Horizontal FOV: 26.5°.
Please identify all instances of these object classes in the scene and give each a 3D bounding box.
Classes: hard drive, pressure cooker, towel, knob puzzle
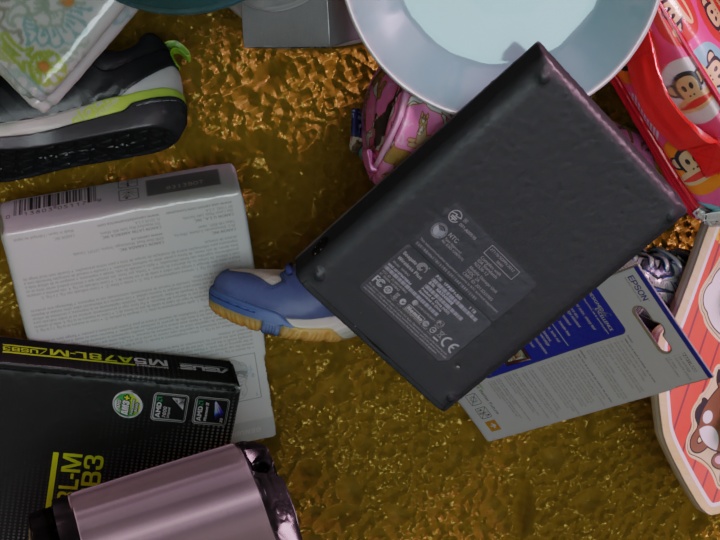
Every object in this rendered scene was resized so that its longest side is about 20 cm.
[{"bbox_3d":[0.078,-0.021,0.921,0.200,0.033,0.139,-40,114,17],"label":"hard drive"},{"bbox_3d":[-0.130,0.214,0.960,0.197,0.179,0.178,-15,126,-13],"label":"pressure cooker"},{"bbox_3d":[-0.192,-0.224,0.939,0.171,0.048,0.200,43,98,8],"label":"towel"},{"bbox_3d":[0.281,0.078,1.078,0.217,0.030,0.223,-6,102,-30],"label":"knob puzzle"}]

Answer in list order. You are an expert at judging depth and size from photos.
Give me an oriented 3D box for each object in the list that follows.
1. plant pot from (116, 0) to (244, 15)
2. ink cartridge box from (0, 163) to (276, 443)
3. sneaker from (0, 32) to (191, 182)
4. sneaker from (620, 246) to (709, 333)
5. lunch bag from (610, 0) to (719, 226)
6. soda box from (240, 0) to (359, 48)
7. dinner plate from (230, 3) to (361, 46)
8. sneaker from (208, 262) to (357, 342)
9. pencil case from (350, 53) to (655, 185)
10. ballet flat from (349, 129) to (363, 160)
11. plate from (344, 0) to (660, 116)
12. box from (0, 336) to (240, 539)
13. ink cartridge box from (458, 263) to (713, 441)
[{"bbox_3d":[-0.121,-0.251,0.805,0.197,0.188,0.203,0,90,12],"label":"plant pot"},{"bbox_3d":[-0.149,0.035,1.050,0.160,0.057,0.202,-10,125,-7],"label":"ink cartridge box"},{"bbox_3d":[-0.207,-0.112,0.996,0.197,0.072,0.084,-8,76,-6],"label":"sneaker"},{"bbox_3d":[0.196,0.012,1.080,0.199,0.077,0.086,37,89,-24],"label":"sneaker"},{"bbox_3d":[0.219,-0.137,0.987,0.081,0.176,0.201,-22,107,39],"label":"lunch bag"},{"bbox_3d":[-0.038,-0.241,0.944,0.063,0.068,0.203,3,106,23],"label":"soda box"},{"bbox_3d":[-0.020,-0.248,1.002,0.197,0.024,0.203,-2,103,-9],"label":"dinner plate"},{"bbox_3d":[0.000,0.000,1.002,0.197,0.075,0.089,3,102,-4],"label":"sneaker"},{"bbox_3d":[0.094,-0.074,0.973,0.198,0.084,0.087,16,141,-23],"label":"pencil case"},{"bbox_3d":[0.078,-0.135,1.029,0.198,0.076,0.065,-21,74,-2],"label":"ballet flat"},{"bbox_3d":[0.083,-0.190,0.902,0.197,0.026,0.203,-1,98,-4],"label":"plate"},{"bbox_3d":[-0.192,0.149,1.041,0.191,0.048,0.202,7,111,-18],"label":"box"},{"bbox_3d":[0.137,0.052,1.030,0.095,0.199,0.037,53,47,-15],"label":"ink cartridge box"}]
